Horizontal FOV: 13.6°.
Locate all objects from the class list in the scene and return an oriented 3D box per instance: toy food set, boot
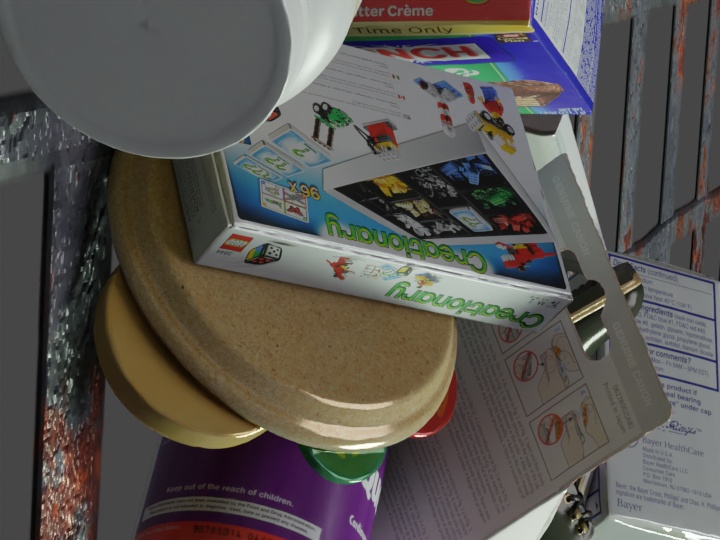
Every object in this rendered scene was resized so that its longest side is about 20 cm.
[{"bbox_3d":[-0.035,0.005,1.393,0.049,0.197,0.201,-43,-139,39],"label":"toy food set"},{"bbox_3d":[0.128,0.103,1.890,0.139,0.200,0.077,51,17,4],"label":"boot"}]

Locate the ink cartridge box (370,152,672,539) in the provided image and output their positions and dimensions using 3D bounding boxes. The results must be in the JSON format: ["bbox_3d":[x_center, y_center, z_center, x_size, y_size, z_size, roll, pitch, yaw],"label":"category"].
[{"bbox_3d":[0.061,0.062,1.509,0.050,0.199,0.162,24,38,-52],"label":"ink cartridge box"}]

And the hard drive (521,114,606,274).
[{"bbox_3d":[0.073,-0.063,1.826,0.200,0.131,0.027,66,44,-63],"label":"hard drive"}]

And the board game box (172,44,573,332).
[{"bbox_3d":[0.001,-0.047,1.402,0.199,0.035,0.127,12,50,-35],"label":"board game box"}]

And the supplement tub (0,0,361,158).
[{"bbox_3d":[-0.059,-0.151,1.241,0.200,0.144,0.146,-65,156,-52],"label":"supplement tub"}]

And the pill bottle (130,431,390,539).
[{"bbox_3d":[-0.042,0.086,1.462,0.113,0.112,0.201,72,27,-57],"label":"pill bottle"}]

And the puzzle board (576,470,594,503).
[{"bbox_3d":[0.111,0.154,2.036,0.151,0.017,0.201,30,-74,63],"label":"puzzle board"}]

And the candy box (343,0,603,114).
[{"bbox_3d":[0.027,-0.135,1.540,0.200,0.168,0.078,37,56,-73],"label":"candy box"}]

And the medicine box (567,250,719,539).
[{"bbox_3d":[0.163,0.117,2.084,0.182,0.102,0.201,-40,-138,53],"label":"medicine box"}]
